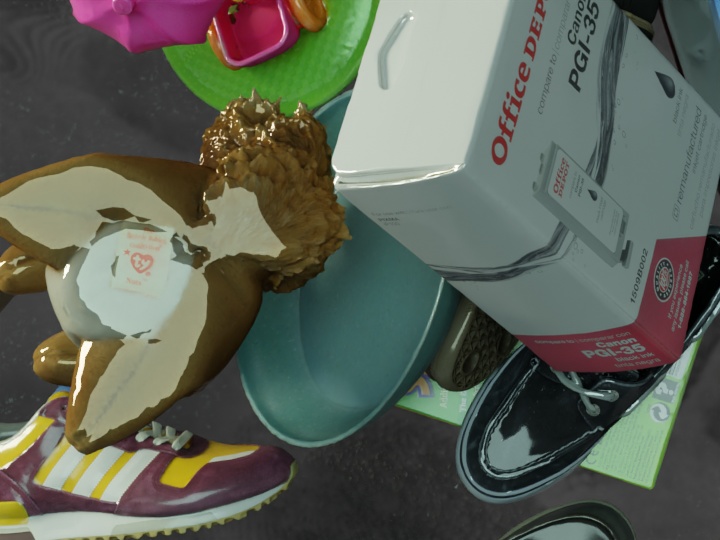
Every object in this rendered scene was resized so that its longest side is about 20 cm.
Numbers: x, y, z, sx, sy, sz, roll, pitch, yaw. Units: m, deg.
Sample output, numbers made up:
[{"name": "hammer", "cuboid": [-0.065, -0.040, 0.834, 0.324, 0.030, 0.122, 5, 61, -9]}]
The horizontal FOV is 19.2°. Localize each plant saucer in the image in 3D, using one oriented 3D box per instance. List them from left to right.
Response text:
[{"name": "plant saucer", "cuboid": [0.000, 0.000, 1.152, 0.036, 0.200, 0.200, 16, 90, -33]}]

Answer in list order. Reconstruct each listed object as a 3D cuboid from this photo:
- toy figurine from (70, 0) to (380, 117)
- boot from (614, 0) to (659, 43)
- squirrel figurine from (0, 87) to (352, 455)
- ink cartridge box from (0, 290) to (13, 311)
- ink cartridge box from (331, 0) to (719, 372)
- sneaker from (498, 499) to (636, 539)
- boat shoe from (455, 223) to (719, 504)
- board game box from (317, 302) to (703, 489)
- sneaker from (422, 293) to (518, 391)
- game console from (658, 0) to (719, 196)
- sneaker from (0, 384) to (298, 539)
[{"name": "toy figurine", "cuboid": [-0.095, -0.183, 1.131, 0.150, 0.184, 0.200, -23, 81, 22]}, {"name": "boot", "cuboid": [0.106, -0.201, 1.128, 0.077, 0.200, 0.139, 14, 85, 32]}, {"name": "squirrel figurine", "cuboid": [-0.093, -0.005, 1.142, 0.200, 0.187, 0.142, -29, 87, -2]}, {"name": "ink cartridge box", "cuboid": [-0.323, 0.025, 1.222, 0.165, 0.075, 0.200, 43, 94, 8]}, {"name": "ink cartridge box", "cuboid": [0.090, -0.058, 1.056, 0.083, 0.200, 0.147, -5, 59, 40]}, {"name": "sneaker", "cuboid": [0.068, 0.201, 1.152, 0.200, 0.106, 0.075, -39, 84, 4]}, {"name": "boat shoe", "cuboid": [0.129, 0.050, 1.144, 0.200, 0.068, 0.072, -40, 84, 3]}, {"name": "board game box", "cuboid": [0.083, 0.047, 1.195, 0.200, 0.030, 0.096, 18, 89, 4]}, {"name": "sneaker", "cuboid": [0.067, -0.028, 1.172, 0.075, 0.070, 0.200, 15, 68, 29]}, {"name": "game console", "cuboid": [0.276, -0.113, 1.135, 0.200, 0.172, 0.119, -18, 113, 7]}, {"name": "sneaker", "cuboid": [-0.137, 0.103, 1.197, 0.200, 0.075, 0.090, -8, 92, 6]}]
